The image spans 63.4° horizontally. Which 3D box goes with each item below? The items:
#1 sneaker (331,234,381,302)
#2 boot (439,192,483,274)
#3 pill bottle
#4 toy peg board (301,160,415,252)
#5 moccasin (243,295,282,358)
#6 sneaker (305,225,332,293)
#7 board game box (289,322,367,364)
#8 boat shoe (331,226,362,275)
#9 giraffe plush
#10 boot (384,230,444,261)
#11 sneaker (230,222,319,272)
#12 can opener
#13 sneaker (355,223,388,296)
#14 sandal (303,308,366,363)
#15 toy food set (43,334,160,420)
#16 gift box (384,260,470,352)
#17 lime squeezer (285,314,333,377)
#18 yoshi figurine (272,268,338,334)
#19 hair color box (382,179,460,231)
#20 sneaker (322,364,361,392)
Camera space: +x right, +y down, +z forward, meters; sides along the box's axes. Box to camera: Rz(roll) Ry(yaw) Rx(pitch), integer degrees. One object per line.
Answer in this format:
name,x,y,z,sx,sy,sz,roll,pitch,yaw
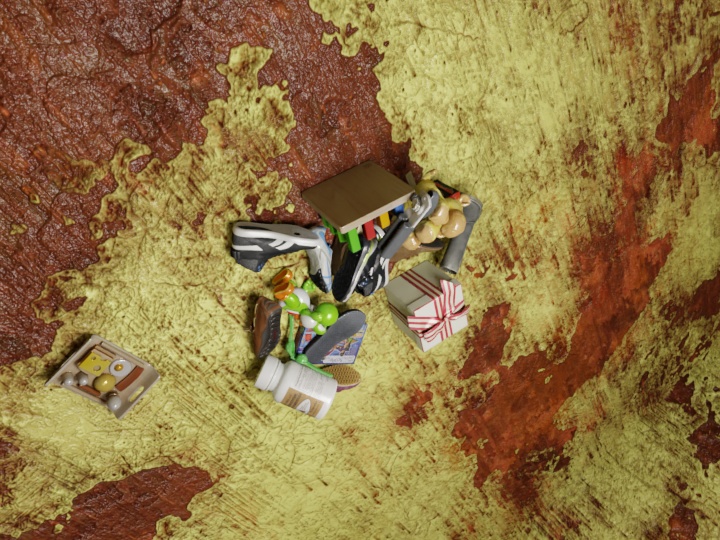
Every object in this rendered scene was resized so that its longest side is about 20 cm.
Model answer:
sneaker,0.000,0.000,1.465,0.083,0.072,0.200,5,123,-42
boot,0.271,-0.099,1.612,0.200,0.073,0.182,-60,153,-6
pill bottle,-0.172,0.303,1.535,0.200,0.114,0.114,26,102,-8
toy peg board,-0.001,-0.147,1.375,0.199,0.200,0.098,-28,132,-17
moccasin,-0.247,0.145,1.467,0.074,0.078,0.202,-33,150,-33
sneaker,-0.096,-0.024,1.471,0.072,0.072,0.200,-35,135,-28
board game box,-0.088,0.198,1.623,0.200,0.034,0.136,6,112,-35
boat shoe,-0.025,-0.077,1.489,0.063,0.073,0.200,1,126,-40
giraffe plush,0.188,-0.136,1.427,0.162,0.200,0.172,22,145,-35
boot,0.135,-0.066,1.606,0.200,0.074,0.076,0,132,-26
sneaker,-0.203,-0.048,1.365,0.200,0.073,0.112,7,117,-14
can opener,0.109,-0.101,1.329,0.066,0.053,0.200,10,136,-35
sneaker,0.020,-0.014,1.529,0.112,0.073,0.200,-37,134,-35
sandal,-0.076,0.167,1.570,0.200,0.043,0.076,-38,123,4
toy food set,-0.577,0.246,1.316,0.144,0.060,0.200,-46,132,-2
gift box,0.183,0.096,1.642,0.184,0.187,0.200,-33,130,-13
lime squeezer,-0.154,0.213,1.540,0.071,0.038,0.200,-33,89,-4
yoshi figurine,-0.128,0.082,1.473,0.112,0.112,0.200,-55,127,-22
hair color box,0.157,-0.158,1.534,0.200,0.102,0.061,-30,128,-16
sneaker,-0.098,0.328,1.666,0.200,0.075,0.090,-4,139,-14
